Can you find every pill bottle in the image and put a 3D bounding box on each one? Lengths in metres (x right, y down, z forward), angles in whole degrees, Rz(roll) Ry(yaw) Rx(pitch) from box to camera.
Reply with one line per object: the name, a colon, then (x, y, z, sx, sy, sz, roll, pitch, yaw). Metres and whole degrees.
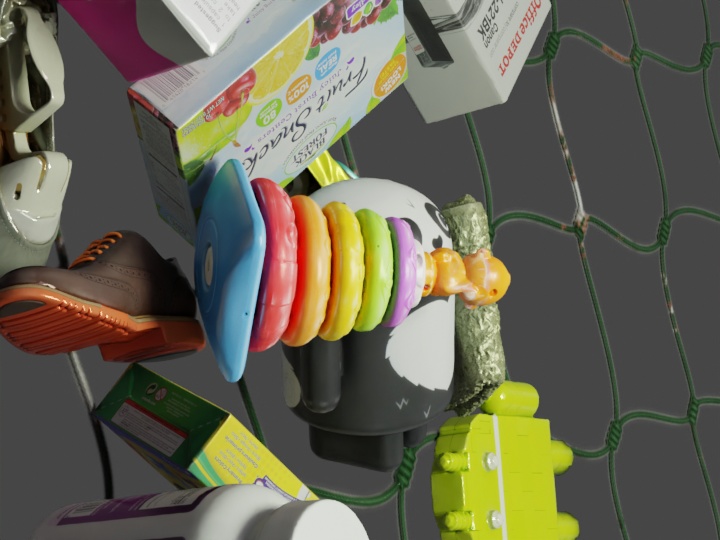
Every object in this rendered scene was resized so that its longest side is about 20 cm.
pill bottle: (-0.094, 0.182, 1.129, 0.112, 0.199, 0.113, 19, 67, -52)

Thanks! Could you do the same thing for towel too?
towel: (0.071, 0.031, 1.466, 0.200, 0.036, 0.150, 125, -41, -79)

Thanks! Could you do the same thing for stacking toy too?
stacking toy: (0.000, 0.000, 1.232, 0.110, 0.199, 0.117, -113, -151, -56)

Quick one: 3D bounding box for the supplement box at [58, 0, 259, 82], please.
supplement box: (-0.089, -0.221, 1.182, 0.103, 0.101, 0.200, 48, 60, -23)

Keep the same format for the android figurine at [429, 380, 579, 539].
android figurine: (0.117, 0.179, 1.585, 0.200, 0.041, 0.183, 13, 71, -56)

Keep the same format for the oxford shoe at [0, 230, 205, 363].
oxford shoe: (-0.164, 0.012, 1.191, 0.200, 0.071, 0.073, 21, 58, -67)

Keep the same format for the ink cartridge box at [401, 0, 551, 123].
ink cartridge box: (0.062, -0.243, 1.576, 0.201, 0.083, 0.145, 59, 38, -29)

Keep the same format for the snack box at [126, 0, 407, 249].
snack box: (-0.055, -0.122, 1.275, 0.200, 0.053, 0.143, -43, 155, -20)

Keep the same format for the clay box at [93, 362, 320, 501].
clay box: (-0.070, 0.145, 1.247, 0.048, 0.115, 0.200, -51, 128, -14)

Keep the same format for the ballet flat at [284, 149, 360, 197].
ballet flat: (-0.047, -0.070, 1.401, 0.067, 0.067, 0.200, -47, 120, -25)

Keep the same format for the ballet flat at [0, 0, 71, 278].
ballet flat: (-0.202, -0.078, 1.162, 0.067, 0.063, 0.202, 5, 78, -56)

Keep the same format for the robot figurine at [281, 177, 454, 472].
robot figurine: (0.007, 0.036, 1.358, 0.150, 0.124, 0.201, -123, -150, -65)
